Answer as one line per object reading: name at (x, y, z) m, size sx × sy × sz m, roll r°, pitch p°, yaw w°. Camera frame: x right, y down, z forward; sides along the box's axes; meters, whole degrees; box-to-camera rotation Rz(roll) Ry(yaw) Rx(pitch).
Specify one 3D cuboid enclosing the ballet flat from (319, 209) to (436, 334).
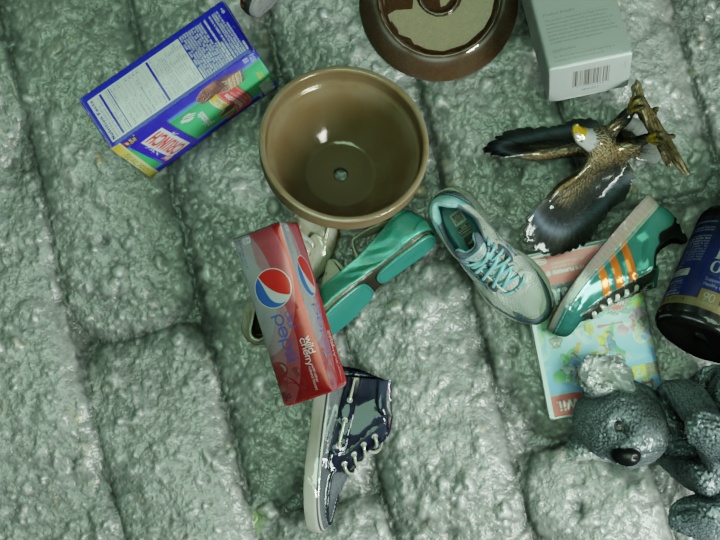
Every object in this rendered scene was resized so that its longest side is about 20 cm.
ballet flat at (0.000, 0.000, 1.438) m, size 0.200 × 0.067 × 0.071 m, roll -41°, pitch 62°, yaw 0°

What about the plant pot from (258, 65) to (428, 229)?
plant pot at (-0.022, -0.131, 1.410) m, size 0.198 × 0.093 × 0.203 m, roll 2°, pitch 67°, yaw -4°

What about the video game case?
video game case at (0.277, 0.068, 1.437) m, size 0.141 × 0.017 × 0.203 m, roll -11°, pitch 87°, yaw 2°

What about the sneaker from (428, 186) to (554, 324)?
sneaker at (0.146, -0.012, 1.405) m, size 0.078 × 0.086 × 0.200 m, roll -45°, pitch 81°, yaw 14°

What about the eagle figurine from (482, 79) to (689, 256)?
eagle figurine at (0.262, -0.132, 1.396) m, size 0.199 × 0.152 × 0.151 m, roll -33°, pitch 117°, yaw 22°

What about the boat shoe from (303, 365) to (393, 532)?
boat shoe at (-0.013, 0.213, 1.415) m, size 0.091 × 0.075 × 0.203 m, roll 4°, pitch 87°, yaw 11°

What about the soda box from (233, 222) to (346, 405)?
soda box at (-0.080, 0.048, 1.372) m, size 0.063 × 0.070 × 0.202 m, roll -19°, pitch 87°, yaw 15°

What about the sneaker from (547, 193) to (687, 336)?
sneaker at (0.303, 0.009, 1.394) m, size 0.080 × 0.071 × 0.200 m, roll 40°, pitch 88°, yaw 8°

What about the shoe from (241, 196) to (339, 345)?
shoe at (-0.083, 0.001, 1.440) m, size 0.069 × 0.053 × 0.202 m, roll 27°, pitch 89°, yaw 4°

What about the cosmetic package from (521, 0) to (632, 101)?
cosmetic package at (0.246, -0.309, 1.400) m, size 0.100 × 0.074 × 0.202 m, roll -10°, pitch 65°, yaw 3°

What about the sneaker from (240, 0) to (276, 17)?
sneaker at (-0.134, -0.412, 1.458) m, size 0.111 × 0.078 × 0.202 m, roll 17°, pitch 78°, yaw 7°

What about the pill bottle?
pill bottle at (0.426, -0.004, 1.373) m, size 0.111 × 0.112 × 0.201 m, roll 27°, pitch 73°, yaw 4°

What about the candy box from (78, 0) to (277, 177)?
candy box at (-0.208, -0.208, 1.398) m, size 0.199 × 0.169 × 0.077 m, roll -34°, pitch 82°, yaw 2°

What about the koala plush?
koala plush at (0.334, 0.180, 1.363) m, size 0.197 × 0.184 × 0.179 m, roll 8°, pitch 127°, yaw 13°

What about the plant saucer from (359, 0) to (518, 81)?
plant saucer at (0.095, -0.334, 1.457) m, size 0.197 × 0.034 × 0.203 m, roll 0°, pitch 88°, yaw 4°
